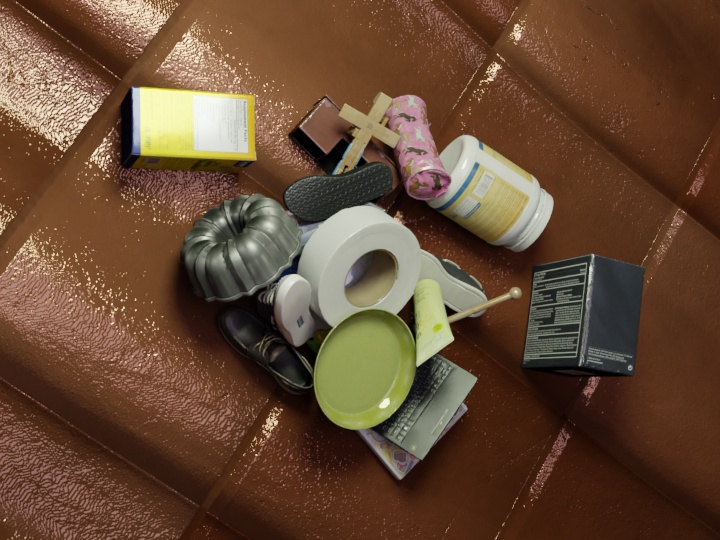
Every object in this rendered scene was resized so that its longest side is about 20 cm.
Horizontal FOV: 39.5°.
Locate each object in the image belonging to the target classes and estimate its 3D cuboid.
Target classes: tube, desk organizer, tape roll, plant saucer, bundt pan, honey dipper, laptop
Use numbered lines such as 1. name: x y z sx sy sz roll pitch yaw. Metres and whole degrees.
1. tube: 0.118 0.083 1.677 0.052 0.200 0.058 6 120 -4
2. desk organizer: -0.023 -0.200 1.736 0.200 0.072 0.077 44 73 -12
3. tape roll: 0.000 0.000 1.620 0.202 0.071 0.203 -18 125 -29
4. plant saucer: 0.003 0.156 1.618 0.200 0.031 0.200 -8 105 -33
5. bundt pan: -0.195 -0.047 1.574 0.202 0.202 0.076 -43 129 -20
6. honey dipper: 0.190 0.075 1.765 0.200 0.038 0.038 -22 93 4
7. laptop: 0.067 0.184 1.686 0.200 0.103 0.177 31 71 21

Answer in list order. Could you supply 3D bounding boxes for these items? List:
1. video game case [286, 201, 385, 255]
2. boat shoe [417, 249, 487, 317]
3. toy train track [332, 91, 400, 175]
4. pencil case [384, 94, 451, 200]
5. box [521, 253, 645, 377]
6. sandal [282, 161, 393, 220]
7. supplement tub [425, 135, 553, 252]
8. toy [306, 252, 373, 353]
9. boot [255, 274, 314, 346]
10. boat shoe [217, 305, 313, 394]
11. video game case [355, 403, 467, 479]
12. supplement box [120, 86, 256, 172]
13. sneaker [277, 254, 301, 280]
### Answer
1. video game case: -0.077 -0.079 1.665 0.200 0.143 0.019 -25 120 -22
2. boat shoe: 0.141 0.010 1.786 0.200 0.060 0.074 28 114 -12
3. toy train track: -0.010 -0.208 1.685 0.115 0.033 0.200 28 96 -23
4. pencil case: 0.096 -0.213 1.730 0.086 0.083 0.200 -4 51 -11
5. box: 0.400 0.087 1.807 0.123 0.200 0.199 11 81 -20
6. sandal: -0.041 -0.132 1.662 0.200 0.048 0.075 -15 110 -26
7. supplement tub: 0.228 -0.134 1.790 0.200 0.145 0.145 31 74 -16
8. toy: -0.021 0.063 1.721 0.200 0.047 0.115 -46 105 -19
9. boot: -0.129 0.049 1.574 0.090 0.200 0.073 35 67 19
10. boat shoe: -0.146 0.127 1.649 0.200 0.073 0.075 40 71 -14
11. video game case: 0.067 0.230 1.752 0.182 0.023 0.200 -43 101 -20
12. supplement box: -0.278 -0.223 1.613 0.200 0.110 0.109 1 84 -21
13. sneaker: -0.116 -0.018 1.656 0.200 0.111 0.077 3 83 -22
